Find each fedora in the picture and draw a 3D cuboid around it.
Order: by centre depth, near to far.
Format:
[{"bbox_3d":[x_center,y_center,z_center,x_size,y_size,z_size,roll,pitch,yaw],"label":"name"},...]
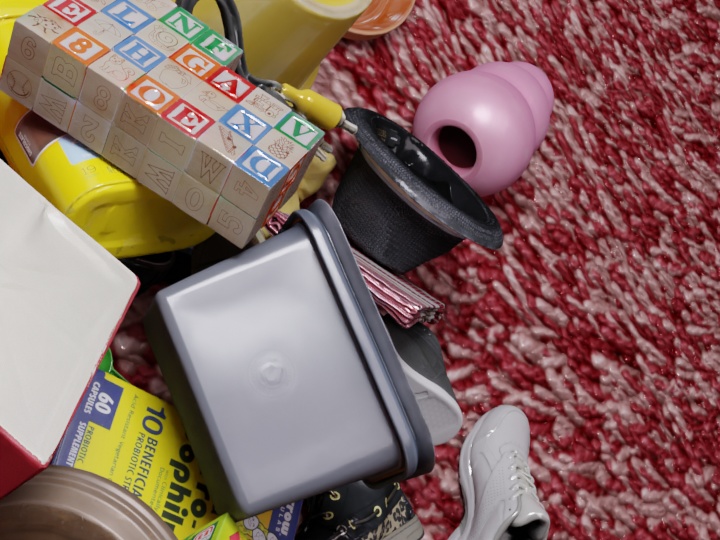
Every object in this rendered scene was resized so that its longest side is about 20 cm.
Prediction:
[{"bbox_3d":[0.036,-0.058,1.085,0.200,0.092,0.201,36,16,-12],"label":"fedora"}]

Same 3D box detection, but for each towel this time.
[{"bbox_3d":[0.000,0.000,1.007,0.143,0.200,0.023,34,94,10],"label":"towel"}]

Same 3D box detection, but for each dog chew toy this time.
[{"bbox_3d":[0.136,-0.156,1.233,0.125,0.124,0.200,59,40,-8],"label":"dog chew toy"}]

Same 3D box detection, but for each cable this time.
[{"bbox_3d":[-0.091,-0.140,0.951,0.200,0.097,0.050,45,9,-34],"label":"cable"}]

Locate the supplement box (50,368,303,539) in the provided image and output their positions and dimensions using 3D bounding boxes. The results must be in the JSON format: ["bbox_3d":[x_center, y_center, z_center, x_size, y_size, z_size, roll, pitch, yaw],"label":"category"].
[{"bbox_3d":[-0.153,0.166,0.872,0.199,0.109,0.110,31,57,-30],"label":"supplement box"}]

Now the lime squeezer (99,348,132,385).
[{"bbox_3d":[-0.195,0.055,0.886,0.038,0.070,0.201,-45,140,-28],"label":"lime squeezer"}]

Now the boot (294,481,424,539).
[{"bbox_3d":[-0.032,0.173,0.992,0.203,0.073,0.155,-6,77,-57],"label":"boot"}]

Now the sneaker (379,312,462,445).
[{"bbox_3d":[0.005,0.057,1.011,0.200,0.071,0.099,44,16,-27],"label":"sneaker"}]

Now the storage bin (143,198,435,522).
[{"bbox_3d":[-0.061,0.075,0.839,0.133,0.146,0.202,-19,82,-21],"label":"storage bin"}]

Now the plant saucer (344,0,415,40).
[{"bbox_3d":[-0.025,-0.324,1.206,0.199,0.032,0.202,15,67,-37],"label":"plant saucer"}]

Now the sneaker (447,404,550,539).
[{"bbox_3d":[0.140,0.215,1.116,0.078,0.099,0.202,30,57,-30],"label":"sneaker"}]

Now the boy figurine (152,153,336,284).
[{"bbox_3d":[-0.097,-0.067,1.028,0.200,0.064,0.125,-40,119,-43],"label":"boy figurine"}]

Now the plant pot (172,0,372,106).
[{"bbox_3d":[-0.091,-0.231,1.011,0.199,0.188,0.203,14,67,-36],"label":"plant pot"}]

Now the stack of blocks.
[{"bbox_3d":[-0.127,-0.115,0.824,0.199,0.059,0.115,34,40,4],"label":"stack of blocks"}]

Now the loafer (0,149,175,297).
[{"bbox_3d":[-0.227,-0.048,0.913,0.199,0.063,0.072,33,56,-29],"label":"loafer"}]

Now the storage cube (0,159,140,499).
[{"bbox_3d":[-0.271,0.043,0.734,0.171,0.179,0.201,44,33,-20],"label":"storage cube"}]

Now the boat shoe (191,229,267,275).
[{"bbox_3d":[-0.086,0.027,0.975,0.076,0.071,0.202,-62,152,-51],"label":"boat shoe"}]

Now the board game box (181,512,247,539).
[{"bbox_3d":[-0.142,0.255,0.797,0.102,0.199,0.048,55,14,-12],"label":"board game box"}]

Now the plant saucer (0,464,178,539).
[{"bbox_3d":[-0.193,0.222,0.755,0.202,0.199,0.029,64,12,-3],"label":"plant saucer"}]

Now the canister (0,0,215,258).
[{"bbox_3d":[-0.195,-0.106,0.886,0.148,0.087,0.201,-9,52,-40],"label":"canister"}]
